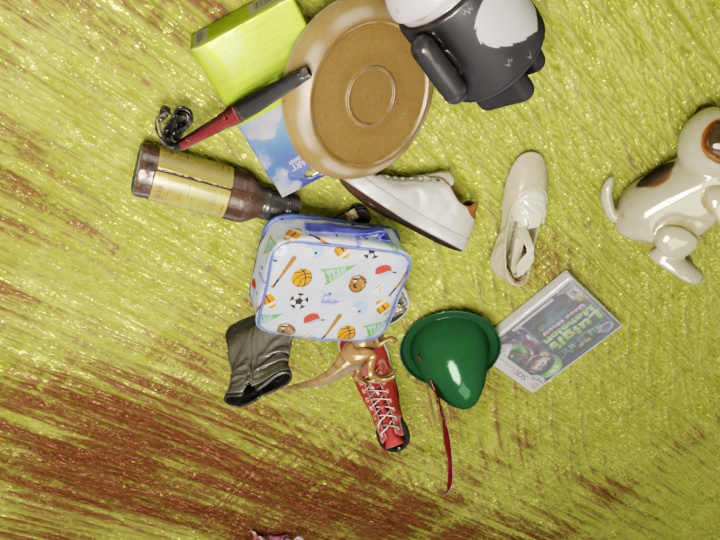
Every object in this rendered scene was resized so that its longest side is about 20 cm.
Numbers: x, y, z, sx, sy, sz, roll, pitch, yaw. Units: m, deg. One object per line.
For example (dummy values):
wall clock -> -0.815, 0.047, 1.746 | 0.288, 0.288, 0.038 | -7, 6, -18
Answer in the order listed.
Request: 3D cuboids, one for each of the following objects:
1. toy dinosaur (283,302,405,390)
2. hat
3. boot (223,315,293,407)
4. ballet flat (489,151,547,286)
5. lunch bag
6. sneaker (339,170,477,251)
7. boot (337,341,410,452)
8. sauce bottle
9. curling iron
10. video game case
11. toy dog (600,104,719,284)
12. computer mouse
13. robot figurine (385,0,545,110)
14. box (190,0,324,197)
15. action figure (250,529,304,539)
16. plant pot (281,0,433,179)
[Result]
toy dinosaur -> -0.010, 0.124, 0.930 | 0.200, 0.060, 0.107 | -44, 109, -9
hat -> 0.151, 0.193, 1.009 | 0.163, 0.178, 0.201 | -23, 128, 17
boot -> -0.104, 0.103, 0.913 | 0.198, 0.132, 0.068 | -33, 130, 12
ballet flat -> 0.227, -0.062, 0.912 | 0.068, 0.070, 0.203 | -6, 129, -10
lunch bag -> -0.035, 0.007, 0.831 | 0.195, 0.076, 0.163 | 4, 123, -22
sneaker -> 0.065, -0.102, 0.849 | 0.197, 0.073, 0.086 | 25, 89, -24
boot -> 0.026, 0.184, 1.007 | 0.071, 0.146, 0.202 | -21, 130, 6
sauce bottle -> -0.167, -0.093, 0.781 | 0.196, 0.065, 0.065 | 16, 124, -25
curling iron -> -0.137, -0.170, 0.689 | 0.196, 0.026, 0.050 | -13, 135, 23
video game case -> 0.314, 0.109, 1.104 | 0.200, 0.024, 0.181 | -43, 127, 19
toy dog -> 0.448, -0.123, 0.896 | 0.192, 0.140, 0.202 | 32, 124, 8
computer mouse -> 0.000, 0.000, 0.918 | 0.109, 0.044, 0.201 | -34, 125, 4
robot figurine -> 0.111, -0.257, 0.672 | 0.124, 0.152, 0.200 | -34, 126, 21
box -> -0.085, -0.192, 0.733 | 0.120, 0.048, 0.202 | -24, 131, 7
action figure -> -0.171, 0.585, 1.333 | 0.133, 0.148, 0.202 | -39, 114, -19
plant pot -> 0.007, -0.193, 0.725 | 0.197, 0.027, 0.204 | -18, 125, -28
